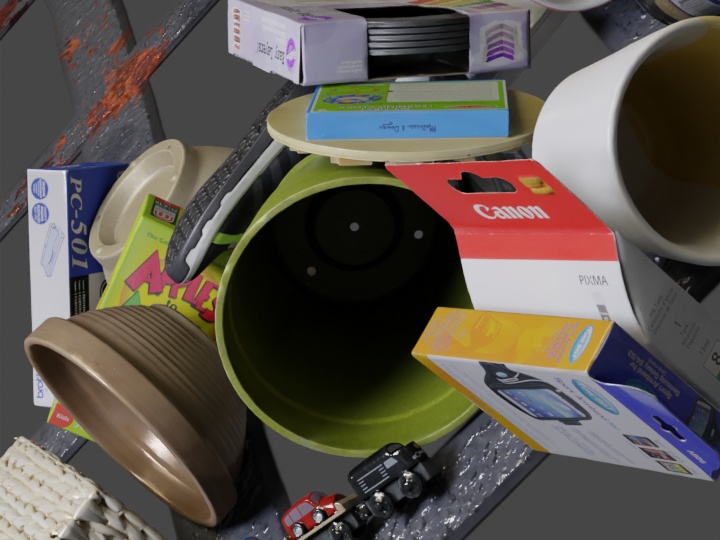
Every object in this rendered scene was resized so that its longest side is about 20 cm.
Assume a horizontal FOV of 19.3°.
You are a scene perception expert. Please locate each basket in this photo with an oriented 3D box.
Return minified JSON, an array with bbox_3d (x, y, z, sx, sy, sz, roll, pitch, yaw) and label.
[{"bbox_3d":[-0.223,0.223,1.605,0.124,0.136,0.200,-53,27,-9],"label":"basket"}]

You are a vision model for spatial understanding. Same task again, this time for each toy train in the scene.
[{"bbox_3d":[-0.029,0.175,1.450,0.200,0.046,0.034,-38,-8,27],"label":"toy train"}]

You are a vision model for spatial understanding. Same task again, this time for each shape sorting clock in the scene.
[{"bbox_3d":[0.035,-0.103,1.471,0.200,0.199,0.039,-152,58,-62],"label":"shape sorting clock"}]

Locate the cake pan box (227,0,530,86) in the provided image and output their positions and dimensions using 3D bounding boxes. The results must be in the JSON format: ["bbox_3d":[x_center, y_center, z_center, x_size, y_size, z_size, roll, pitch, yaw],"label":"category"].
[{"bbox_3d":[0.011,-0.179,1.605,0.200,0.184,0.053,-145,50,-68],"label":"cake pan box"}]

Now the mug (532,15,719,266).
[{"bbox_3d":[0.201,-0.077,1.342,0.153,0.186,0.150,178,92,-66],"label":"mug"}]

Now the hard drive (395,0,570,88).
[{"bbox_3d":[0.092,-0.174,1.701,0.200,0.026,0.132,-50,28,3],"label":"hard drive"}]

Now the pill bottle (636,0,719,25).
[{"bbox_3d":[0.272,-0.248,1.420,0.200,0.112,0.112,-23,40,43],"label":"pill bottle"}]

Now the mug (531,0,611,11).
[{"bbox_3d":[0.144,-0.273,1.623,0.200,0.177,0.134,39,112,66],"label":"mug"}]

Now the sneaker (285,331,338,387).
[{"bbox_3d":[-0.050,0.076,1.599,0.082,0.075,0.200,-63,20,15],"label":"sneaker"}]

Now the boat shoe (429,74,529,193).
[{"bbox_3d":[0.092,-0.087,1.560,0.065,0.075,0.202,-9,31,-7],"label":"boat shoe"}]

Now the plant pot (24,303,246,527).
[{"bbox_3d":[-0.150,0.092,1.590,0.093,0.201,0.201,-45,25,-17],"label":"plant pot"}]

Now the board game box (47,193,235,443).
[{"bbox_3d":[-0.162,0.050,1.674,0.048,0.101,0.200,-85,21,-65],"label":"board game box"}]

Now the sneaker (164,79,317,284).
[{"bbox_3d":[-0.064,-0.059,1.593,0.200,0.083,0.072,-52,15,-6],"label":"sneaker"}]

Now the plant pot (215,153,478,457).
[{"bbox_3d":[0.000,0.000,1.489,0.200,0.200,0.193,-45,16,13],"label":"plant pot"}]

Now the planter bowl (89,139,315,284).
[{"bbox_3d":[-0.139,-0.025,1.762,0.200,0.135,0.201,-36,32,27],"label":"planter bowl"}]

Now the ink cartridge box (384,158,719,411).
[{"bbox_3d":[0.114,0.010,1.263,0.161,0.200,0.050,1,59,58],"label":"ink cartridge box"}]

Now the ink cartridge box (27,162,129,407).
[{"bbox_3d":[-0.237,0.011,1.802,0.044,0.094,0.201,3,97,28],"label":"ink cartridge box"}]

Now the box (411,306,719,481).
[{"bbox_3d":[0.132,0.072,1.253,0.200,0.119,0.042,1,57,56],"label":"box"}]
